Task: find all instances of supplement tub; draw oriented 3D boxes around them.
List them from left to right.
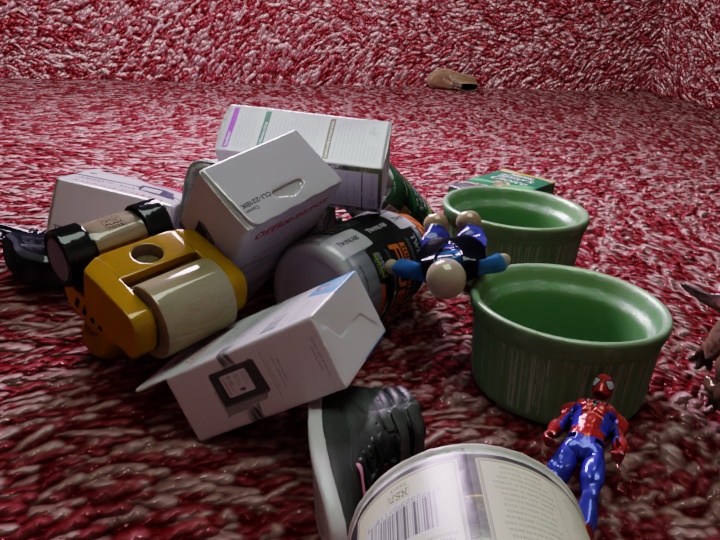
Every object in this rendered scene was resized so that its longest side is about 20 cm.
[{"bbox_3d":[0.000,0.000,0.889,0.121,0.124,0.199,15,25,27],"label":"supplement tub"}]

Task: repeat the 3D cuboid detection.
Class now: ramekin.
[{"bbox_3d":[0.208,-0.042,1.046,0.197,0.099,0.200,3,22,-1],"label":"ramekin"},{"bbox_3d":[0.206,0.074,0.771,0.197,0.099,0.200,4,21,-1],"label":"ramekin"}]

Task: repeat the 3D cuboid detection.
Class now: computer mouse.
[{"bbox_3d":[-0.396,-0.013,0.955,0.137,0.053,0.199,5,12,-31],"label":"computer mouse"}]

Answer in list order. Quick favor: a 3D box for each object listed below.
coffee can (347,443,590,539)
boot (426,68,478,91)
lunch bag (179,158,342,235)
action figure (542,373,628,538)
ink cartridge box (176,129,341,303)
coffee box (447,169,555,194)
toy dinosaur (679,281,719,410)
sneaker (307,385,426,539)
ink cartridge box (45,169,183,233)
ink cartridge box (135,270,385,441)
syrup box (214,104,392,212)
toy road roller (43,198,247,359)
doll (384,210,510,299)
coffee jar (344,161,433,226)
[{"bbox_3d":[0.062,0.201,0.357,0.144,0.148,0.200,4,21,0],"label":"coffee can"},{"bbox_3d":[0.349,-0.713,2.841,0.197,0.074,0.076,3,31,-10],"label":"boot"},{"bbox_3d":[-0.129,-0.072,1.028,0.197,0.141,0.168,9,9,6],"label":"lunch bag"},{"bbox_3d":[0.176,0.148,0.599,0.065,0.052,0.200,8,31,24],"label":"action figure"},{"bbox_3d":[-0.126,-0.041,0.825,0.084,0.200,0.144,47,47,9],"label":"ink cartridge box"},{"bbox_3d":[0.264,-0.145,1.409,0.122,0.045,0.199,21,27,38],"label":"coffee box"},{"bbox_3d":[0.361,0.085,0.705,0.085,0.202,0.136,-15,-25,17],"label":"toy dinosaur"},{"bbox_3d":[0.008,0.143,0.597,0.098,0.072,0.200,-3,18,-3],"label":"sneaker"},{"bbox_3d":[-0.310,-0.072,0.991,0.143,0.085,0.200,13,9,-9],"label":"ink cartridge box"},{"bbox_3d":[-0.088,0.081,0.676,0.198,0.067,0.116,-24,10,25],"label":"ink cartridge box"},{"bbox_3d":[-0.066,-0.133,0.897,0.197,0.079,0.082,8,55,5],"label":"syrup box"},{"bbox_3d":[-0.215,0.034,0.752,0.199,0.147,0.122,35,42,31],"label":"toy road roller"},{"bbox_3d":[0.092,-0.014,0.810,0.134,0.049,0.200,-4,19,9],"label":"doll"},{"bbox_3d":[0.039,-0.094,1.063,0.105,0.085,0.200,56,10,25],"label":"coffee jar"}]
